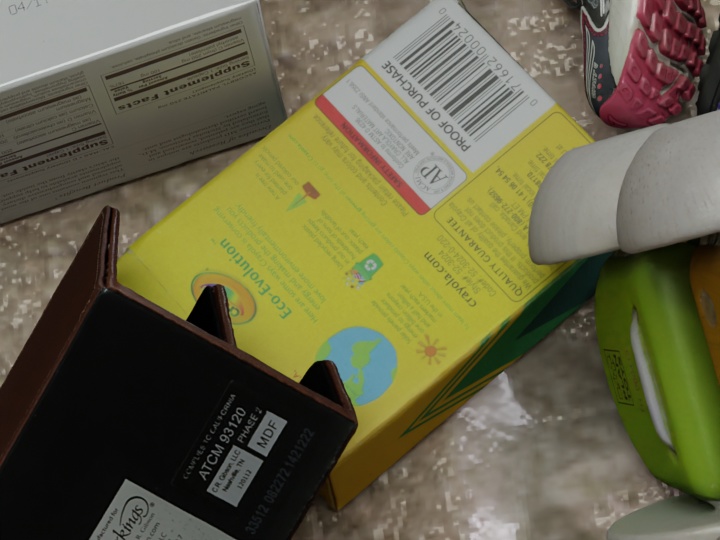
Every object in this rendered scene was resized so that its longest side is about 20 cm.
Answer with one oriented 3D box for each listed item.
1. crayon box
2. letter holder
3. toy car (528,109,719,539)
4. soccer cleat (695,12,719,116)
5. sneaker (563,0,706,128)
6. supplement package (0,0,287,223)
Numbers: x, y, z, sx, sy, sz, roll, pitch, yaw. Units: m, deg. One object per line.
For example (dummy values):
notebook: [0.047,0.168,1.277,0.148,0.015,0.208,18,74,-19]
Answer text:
crayon box: [0.000,0.000,0.980,0.200,0.051,0.127,-38,69,-11]
letter holder: [-0.099,0.095,0.904,0.100,0.142,0.201,29,99,-13]
toy car: [0.158,0.025,0.879,0.149,0.200,0.176,-17,92,-17]
soccer cleat: [0.204,-0.131,1.010,0.073,0.068,0.201,31,72,11]
sneaker: [0.093,-0.143,1.024,0.074,0.081,0.201,-16,58,17]
supplement package: [-0.150,-0.114,1.012,0.199,0.111,0.157,-19,67,-3]
